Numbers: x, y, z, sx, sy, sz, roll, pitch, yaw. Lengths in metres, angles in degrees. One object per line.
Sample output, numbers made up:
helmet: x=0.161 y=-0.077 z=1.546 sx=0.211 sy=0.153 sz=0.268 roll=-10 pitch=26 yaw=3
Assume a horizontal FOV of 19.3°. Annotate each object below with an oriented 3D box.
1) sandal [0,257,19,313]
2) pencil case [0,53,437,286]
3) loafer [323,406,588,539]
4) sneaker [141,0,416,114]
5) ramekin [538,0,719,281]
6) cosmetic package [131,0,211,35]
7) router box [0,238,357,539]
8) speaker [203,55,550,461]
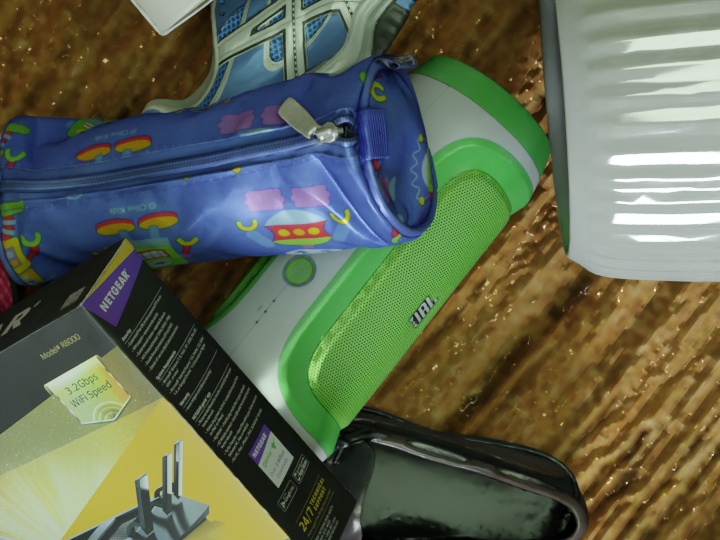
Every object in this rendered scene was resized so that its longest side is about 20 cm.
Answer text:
sandal: x=-0.173 y=0.000 z=0.966 sx=0.045 sy=0.075 sz=0.200 roll=-32 pitch=106 yaw=2
pencil case: x=-0.066 y=-0.041 z=0.914 sx=0.199 sy=0.087 sz=0.078 roll=-7 pitch=75 yaw=19
loafer: x=0.012 y=0.103 z=1.002 sx=0.199 sy=0.063 sz=0.072 roll=6 pitch=93 yaw=-8
sneaker: x=-0.025 y=-0.119 z=0.971 sx=0.077 sy=0.076 sz=0.200 roll=33 pitch=91 yaw=-9
ramekin: x=0.137 y=-0.088 z=0.940 sx=0.105 sy=0.200 sz=0.201 roll=-5 pitch=96 yaw=2
cosmetic package: x=-0.041 y=-0.203 z=0.916 sx=0.104 sy=0.073 sz=0.200 roll=51 pitch=54 yaw=-8
router box: x=-0.126 y=0.095 z=0.924 sx=0.200 sy=0.052 sz=0.157 roll=-29 pitch=110 yaw=34
speaker: x=0.000 y=0.000 z=0.969 sx=0.088 sy=0.088 sz=0.200 roll=40 pitch=79 yaw=-9
